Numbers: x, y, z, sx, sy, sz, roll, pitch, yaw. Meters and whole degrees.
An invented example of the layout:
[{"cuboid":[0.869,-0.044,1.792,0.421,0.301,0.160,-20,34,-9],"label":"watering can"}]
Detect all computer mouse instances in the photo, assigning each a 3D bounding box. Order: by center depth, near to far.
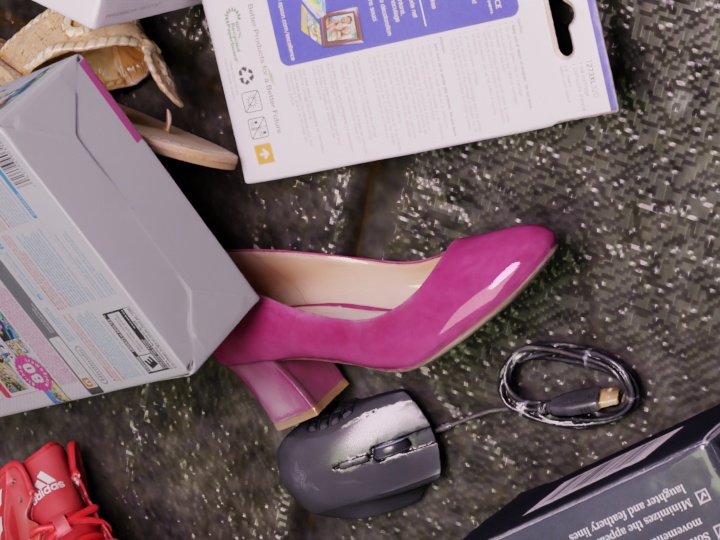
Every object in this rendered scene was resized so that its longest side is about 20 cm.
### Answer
[{"cuboid":[0.040,0.077,1.066,0.199,0.034,0.059,-21,92,31],"label":"computer mouse"}]

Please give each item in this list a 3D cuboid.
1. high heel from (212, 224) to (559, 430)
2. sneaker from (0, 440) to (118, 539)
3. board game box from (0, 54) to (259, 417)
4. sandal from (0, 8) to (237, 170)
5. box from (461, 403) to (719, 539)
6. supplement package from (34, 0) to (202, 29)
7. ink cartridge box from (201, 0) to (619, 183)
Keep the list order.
[{"cuboid":[0.000,0.000,1.049,0.199,0.067,0.096,-28,99,44],"label":"high heel"},{"cuboid":[-0.147,0.146,1.124,0.200,0.078,0.117,-16,90,62],"label":"sneaker"},{"cuboid":[-0.164,-0.009,1.078,0.199,0.064,0.148,-14,118,48],"label":"board game box"},{"cuboid":[-0.142,-0.113,1.093,0.211,0.077,0.070,21,99,31],"label":"sandal"},{"cuboid":[0.154,0.174,0.986,0.148,0.107,0.201,-28,88,31],"label":"box"},{"cuboid":[-0.112,-0.229,1.023,0.113,0.109,0.201,26,114,20],"label":"supplement package"},{"cuboid":[0.024,-0.103,1.026,0.199,0.037,0.096,-9,98,33],"label":"ink cartridge box"}]
